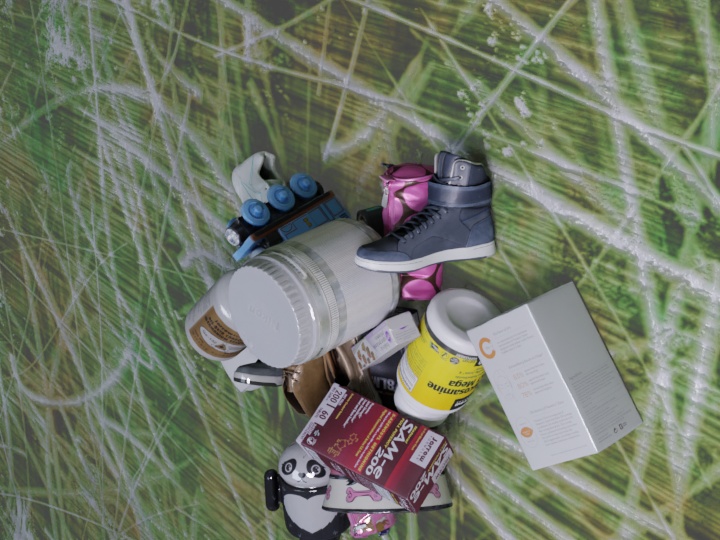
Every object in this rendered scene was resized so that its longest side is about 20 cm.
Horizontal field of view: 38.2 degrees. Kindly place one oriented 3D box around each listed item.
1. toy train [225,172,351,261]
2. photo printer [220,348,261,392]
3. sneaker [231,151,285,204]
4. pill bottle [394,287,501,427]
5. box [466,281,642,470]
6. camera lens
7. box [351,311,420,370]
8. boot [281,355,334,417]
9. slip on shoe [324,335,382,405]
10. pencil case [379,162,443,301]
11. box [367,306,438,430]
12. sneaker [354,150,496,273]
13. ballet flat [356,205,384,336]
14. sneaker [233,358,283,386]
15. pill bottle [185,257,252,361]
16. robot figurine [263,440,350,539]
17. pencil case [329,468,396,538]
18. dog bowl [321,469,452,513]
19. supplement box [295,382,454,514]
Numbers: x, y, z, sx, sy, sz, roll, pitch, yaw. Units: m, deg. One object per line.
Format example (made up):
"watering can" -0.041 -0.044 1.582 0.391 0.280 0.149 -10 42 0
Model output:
"toy train" -0.113 -0.070 1.586 0.114 0.200 0.087 52 139 5
"photo printer" -0.198 0.123 1.873 0.200 0.069 0.166 -37 77 51
"sneaker" -0.155 -0.105 1.701 0.080 0.070 0.200 -37 64 41
"pill bottle" 0.118 0.129 1.459 0.112 0.112 0.200 48 138 25
"box" 0.244 0.135 1.321 0.124 0.097 0.200 -32 82 52
"camera lens" -0.057 0.027 1.406 0.160 0.200 0.160 24 126 38
"box" 0.033 0.102 1.483 0.039 0.041 0.200 65 162 8
"boot" -0.095 0.150 1.627 0.074 0.075 0.200 16 140 42
"slip on shoe" -0.015 0.177 1.606 0.076 0.061 0.200 7 111 50
"pencil case" 0.070 -0.051 1.452 0.091 0.094 0.200 21 122 45
"box" 0.024 0.150 1.636 0.200 0.050 0.199 7 110 49
"sneaker" 0.082 -0.079 1.345 0.077 0.202 0.146 34 131 58
"ballet flat" 0.000 0.000 1.539 0.073 0.073 0.200 24 107 43
"sneaker" -0.124 0.122 1.695 0.084 0.200 0.121 7 96 38
"pill bottle" -0.199 0.061 1.705 0.200 0.114 0.114 -41 74 47
"robot figurine" -0.077 0.387 1.799 0.125 0.150 0.200 27 127 57
"pencil case" -0.007 0.341 1.711 0.087 0.083 0.200 -102 -6 -79
"dog bowl" 0.040 0.325 1.587 0.200 0.200 0.074 -11 78 52
"supplement box" 0.020 0.253 1.494 0.200 0.109 0.061 22 157 30
